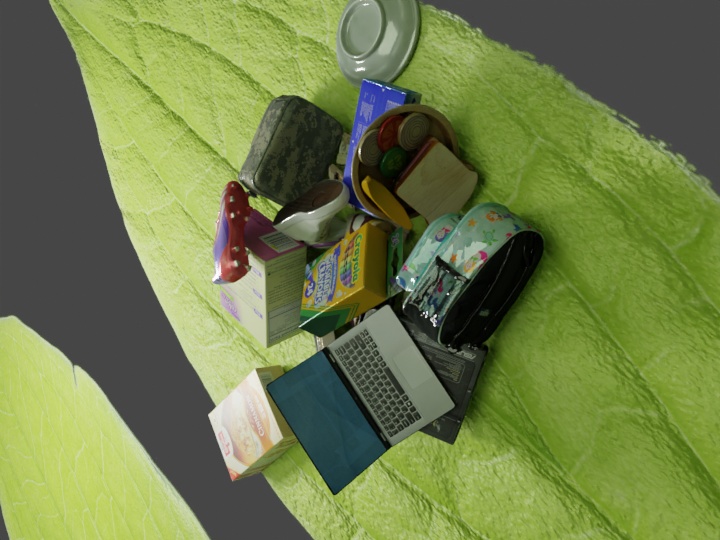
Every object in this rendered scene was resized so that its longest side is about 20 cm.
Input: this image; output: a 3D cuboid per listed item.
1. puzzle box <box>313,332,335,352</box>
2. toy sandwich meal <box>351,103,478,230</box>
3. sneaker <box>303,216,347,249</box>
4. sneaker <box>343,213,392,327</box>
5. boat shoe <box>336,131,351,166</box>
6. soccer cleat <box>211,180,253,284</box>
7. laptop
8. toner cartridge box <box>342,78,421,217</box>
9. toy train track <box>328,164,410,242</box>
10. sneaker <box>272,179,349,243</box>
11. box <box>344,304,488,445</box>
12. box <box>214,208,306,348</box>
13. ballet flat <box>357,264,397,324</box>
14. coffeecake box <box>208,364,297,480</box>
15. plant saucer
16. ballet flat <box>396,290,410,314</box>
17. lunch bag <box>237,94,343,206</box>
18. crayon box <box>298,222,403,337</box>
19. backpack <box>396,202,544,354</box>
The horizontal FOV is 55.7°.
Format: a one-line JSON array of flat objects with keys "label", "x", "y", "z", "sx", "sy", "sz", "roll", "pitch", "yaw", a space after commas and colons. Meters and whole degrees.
[{"label": "puzzle box", "x": -0.063, "y": 0.150, "z": 1.242, "sx": 0.133, "sy": 0.025, "sz": 0.202, "roll": 129, "pitch": 133, "yaw": -75}, {"label": "toy sandwich meal", "x": 0.082, "y": -0.151, "z": 1.038, "sx": 0.070, "sy": 0.204, "sz": 0.206, "roll": 47, "pitch": 121, "yaw": 55}, {"label": "sneaker", "x": -0.081, "y": -0.089, "z": 1.280, "sx": 0.199, "sy": 0.075, "sz": 0.100, "roll": -1, "pitch": 90, "yaw": 43}, {"label": "sneaker", "x": 0.000, "y": 0.000, "z": 1.197, "sx": 0.090, "sy": 0.075, "sz": 0.201, "roll": 25, "pitch": 111, "yaw": 42}, {"label": "boat shoe", "x": 0.031, "y": -0.208, "z": 1.178, "sx": 0.199, "sy": 0.073, "sz": 0.063, "roll": 12, "pitch": 100, "yaw": 44}, {"label": "soccer cleat", "x": -0.238, "y": -0.070, "z": 1.224, "sx": 0.076, "sy": 0.067, "sz": 0.201, "roll": -22, "pitch": 61, "yaw": 28}, {"label": "laptop", "x": 0.004, "y": 0.187, "z": 1.014, "sx": 0.199, "sy": 0.116, "sz": 0.188, "roll": -35, "pitch": 85, "yaw": 16}, {"label": "toner cartridge box", "x": 0.030, "y": -0.196, "z": 1.095, "sx": 0.095, "sy": 0.043, "sz": 0.201, "roll": 29, "pitch": 118, "yaw": 34}, {"label": "toy train track", "x": 0.006, "y": -0.115, "z": 1.197, "sx": 0.200, "sy": 0.032, "sz": 0.115, "roll": 43, "pitch": 153, "yaw": 22}, {"label": "sneaker", "x": -0.065, "y": -0.096, "z": 1.168, "sx": 0.199, "sy": 0.085, "sz": 0.073, "roll": -16, "pitch": 44, "yaw": 53}, {"label": "box", "x": 0.082, "y": 0.160, "z": 1.074, "sx": 0.199, "sy": 0.048, "sz": 0.159, "roll": 20, "pitch": 99, "yaw": 14}, {"label": "box", "x": -0.193, "y": 0.013, "z": 1.326, "sx": 0.176, "sy": 0.096, "sz": 0.201, "roll": 35, "pitch": 133, "yaw": 38}, {"label": "ballet flat", "x": 0.019, "y": 0.084, "z": 1.132, "sx": 0.066, "sy": 0.057, "sz": 0.202, "roll": 11, "pitch": 90, "yaw": 24}, {"label": "coffeecake box", "x": -0.213, "y": 0.313, "z": 1.398, "sx": 0.200, "sy": 0.073, "sz": 0.154, "roll": -45, "pitch": 61, "yaw": 34}, {"label": "plant saucer", "x": 0.015, "y": -0.427, "z": 1.214, "sx": 0.199, "sy": 0.050, "sz": 0.202, "roll": -2, "pitch": 87, "yaw": 43}, {"label": "ballet flat", "x": 0.108, "y": 0.011, "z": 1.108, "sx": 0.075, "sy": 0.064, "sz": 0.201, "roll": 24, "pitch": 105, "yaw": 40}, {"label": "lunch bag", "x": -0.144, "y": -0.225, "z": 1.284, "sx": 0.167, "sy": 0.139, "sz": 0.201, "roll": 22, "pitch": 87, "yaw": 57}, {"label": "crayon box", "x": -0.017, "y": 0.011, "z": 1.092, "sx": 0.200, "sy": 0.051, "sz": 0.126, "roll": -32, "pitch": 41, "yaw": 39}, {"label": "backpack", "x": 0.163, "y": -0.002, "z": 0.981, "sx": 0.151, "sy": 0.177, "sz": 0.201, "roll": 47, "pitch": 113, "yaw": 29}]
